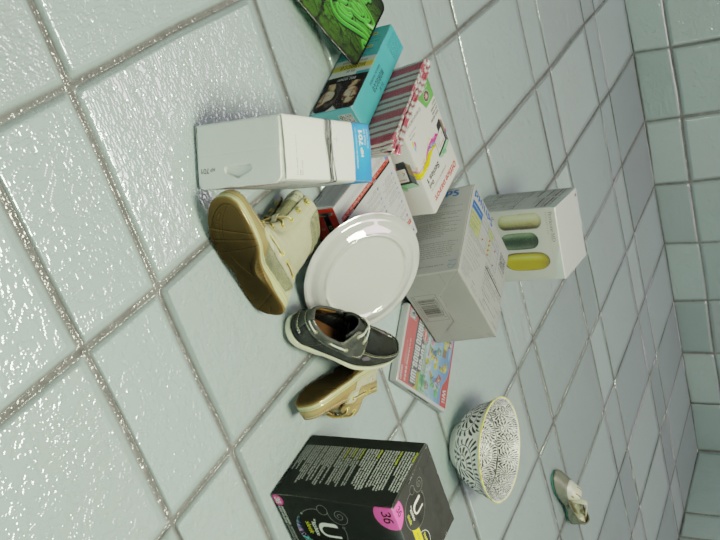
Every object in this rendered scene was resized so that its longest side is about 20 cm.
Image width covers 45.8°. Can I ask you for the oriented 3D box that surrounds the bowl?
[{"bbox_3d":[0.233,0.346,1.663,0.200,0.093,0.204,7,81,-58],"label":"bowl"}]

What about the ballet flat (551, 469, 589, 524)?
[{"bbox_3d":[0.542,0.576,2.171,0.201,0.063,0.068,63,40,-34],"label":"ballet flat"}]

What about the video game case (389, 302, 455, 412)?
[{"bbox_3d":[0.117,0.163,1.562,0.200,0.017,0.145,39,56,-51],"label":"video game case"}]

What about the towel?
[{"bbox_3d":[0.026,-0.239,1.322,0.030,0.145,0.202,48,48,-35],"label":"towel"}]

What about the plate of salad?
[{"bbox_3d":[0.000,0.000,1.284,0.198,0.048,0.202,-17,127,-24],"label":"plate of salad"}]

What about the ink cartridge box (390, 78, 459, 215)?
[{"bbox_3d":[0.088,-0.215,1.477,0.145,0.083,0.201,-60,136,-40],"label":"ink cartridge box"}]

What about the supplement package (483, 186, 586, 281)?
[{"bbox_3d":[0.342,-0.073,1.766,0.150,0.198,0.154,-34,115,-53],"label":"supplement package"}]

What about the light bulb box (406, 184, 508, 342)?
[{"bbox_3d":[0.173,-0.010,1.547,0.199,0.123,0.202,56,38,-40],"label":"light bulb box"}]

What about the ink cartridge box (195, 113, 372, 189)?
[{"bbox_3d":[-0.097,-0.151,1.120,0.199,0.145,0.087,-6,94,-58],"label":"ink cartridge box"}]

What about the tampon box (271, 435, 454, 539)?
[{"bbox_3d":[0.006,0.334,1.205,0.126,0.198,0.151,-51,129,-46],"label":"tampon box"}]

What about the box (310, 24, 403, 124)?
[{"bbox_3d":[-0.004,-0.299,1.340,0.049,0.081,0.202,54,45,-38],"label":"box"}]

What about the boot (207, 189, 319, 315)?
[{"bbox_3d":[-0.122,-0.061,1.144,0.156,0.071,0.201,-62,144,-38],"label":"boot"}]

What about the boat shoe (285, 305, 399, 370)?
[{"bbox_3d":[-0.013,0.098,1.255,0.198,0.067,0.073,19,49,-36],"label":"boat shoe"}]

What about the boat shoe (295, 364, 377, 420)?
[{"bbox_3d":[-0.025,0.187,1.281,0.199,0.073,0.067,-26,104,-56],"label":"boat shoe"}]

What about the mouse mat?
[{"bbox_3d":[-0.044,-0.434,1.309,0.200,0.007,0.162,45,50,-30],"label":"mouse mat"}]

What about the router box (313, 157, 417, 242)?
[{"bbox_3d":[0.010,-0.079,1.377,0.201,0.048,0.181,-55,132,-44],"label":"router box"}]
